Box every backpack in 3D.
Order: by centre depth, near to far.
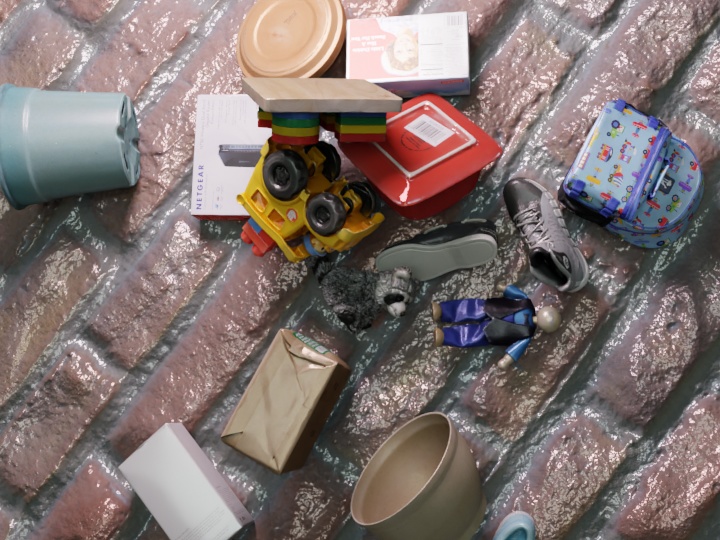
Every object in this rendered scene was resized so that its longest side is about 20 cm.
[{"bbox_3d":[0.417,-0.136,1.436,0.198,0.135,0.184,31,89,8],"label":"backpack"}]

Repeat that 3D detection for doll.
[{"bbox_3d":[0.211,0.084,1.478,0.196,0.049,0.139,-4,73,1],"label":"doll"}]

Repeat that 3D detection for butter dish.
[{"bbox_3d":[0.093,-0.150,1.483,0.197,0.149,0.200,-29,50,-18],"label":"butter dish"}]

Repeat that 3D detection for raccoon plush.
[{"bbox_3d":[0.000,0.000,1.489,0.133,0.097,0.201,-38,80,7],"label":"raccoon plush"}]

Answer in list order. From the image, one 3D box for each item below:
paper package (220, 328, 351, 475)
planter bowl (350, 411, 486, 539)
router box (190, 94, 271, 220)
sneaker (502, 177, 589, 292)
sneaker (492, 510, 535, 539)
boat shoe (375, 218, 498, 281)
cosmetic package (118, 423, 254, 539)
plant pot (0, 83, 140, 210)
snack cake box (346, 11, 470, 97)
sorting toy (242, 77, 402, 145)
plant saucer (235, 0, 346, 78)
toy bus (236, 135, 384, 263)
[{"bbox_3d":[-0.104,0.196,1.433,0.102,0.200,0.193,27,86,10],"label":"paper package"},{"bbox_3d":[0.100,0.330,1.404,0.200,0.200,0.135,-44,106,1],"label":"planter bowl"},{"bbox_3d":[-0.182,-0.183,1.570,0.176,0.049,0.204,0,83,8],"label":"router box"},{"bbox_3d":[0.270,-0.054,1.447,0.075,0.115,0.202,-39,78,27],"label":"sneaker"},{"bbox_3d":[0.199,0.452,1.414,0.073,0.082,0.203,21,86,11],"label":"sneaker"},{"bbox_3d":[0.119,-0.037,1.501,0.197,0.074,0.061,-14,38,22],"label":"boat shoe"},{"bbox_3d":[-0.270,0.349,1.495,0.107,0.085,0.201,-39,78,1],"label":"cosmetic package"},{"bbox_3d":[-0.466,-0.206,1.551,0.192,0.200,0.204,-4,82,0],"label":"plant pot"},{"bbox_3d":[0.077,-0.342,1.539,0.196,0.067,0.117,-1,76,8],"label":"snack cake box"},{"bbox_3d":[-0.062,-0.231,1.395,0.195,0.200,0.071,-2,110,-16],"label":"sorting toy"},{"bbox_3d":[-0.118,-0.388,1.566,0.197,0.032,0.204,-8,68,21],"label":"plant saucer"},{"bbox_3d":[-0.092,-0.082,1.457,0.200,0.135,0.193,45,118,10],"label":"toy bus"}]
